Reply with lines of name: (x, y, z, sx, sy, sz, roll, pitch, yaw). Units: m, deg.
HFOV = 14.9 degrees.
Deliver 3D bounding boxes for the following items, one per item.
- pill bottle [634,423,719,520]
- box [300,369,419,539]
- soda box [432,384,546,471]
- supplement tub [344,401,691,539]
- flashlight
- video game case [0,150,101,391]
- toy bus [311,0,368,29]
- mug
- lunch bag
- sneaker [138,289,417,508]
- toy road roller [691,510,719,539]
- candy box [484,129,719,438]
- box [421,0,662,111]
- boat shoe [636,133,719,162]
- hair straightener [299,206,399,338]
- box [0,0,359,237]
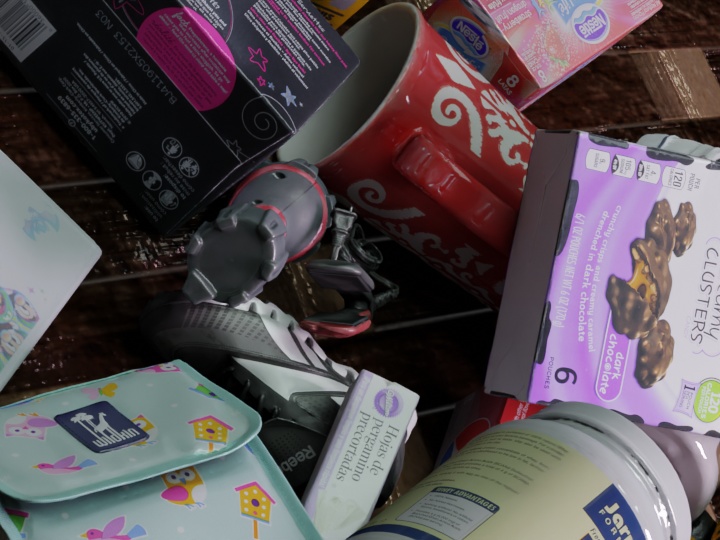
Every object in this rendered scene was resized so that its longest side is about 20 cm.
pill bottle: (0.211, 0.077, 1.857, 0.111, 0.111, 0.200, 46, 40, -9)
box: (-0.022, 0.153, 1.562, 0.039, 0.041, 0.200, 25, 65, -5)
soda box: (0.078, 0.152, 1.700, 0.063, 0.070, 0.200, 40, 41, -16)
supplement tub: (0.080, 0.171, 1.527, 0.200, 0.145, 0.145, -34, 89, -42)
flashlight: (-0.057, -0.025, 1.632, 0.200, 0.068, 0.068, -57, 150, -80)
video game case: (-0.251, -0.015, 1.527, 0.182, 0.024, 0.200, 45, 39, -12)
toy bus: (-0.090, -0.217, 1.795, 0.200, 0.078, 0.065, 19, 50, -36)
mug: (0.059, -0.048, 1.786, 0.200, 0.133, 0.178, 38, 34, -26)
lunch bag: (-0.122, 0.146, 1.452, 0.170, 0.122, 0.200, -16, 68, -32)
sneaker: (-0.047, 0.081, 1.629, 0.200, 0.066, 0.091, 32, 41, -28)
toy road roller: (0.260, 0.207, 1.759, 0.123, 0.146, 0.200, 51, 21, -3)
candy box: (0.193, 0.014, 1.704, 0.200, 0.072, 0.168, 11, 89, -21)
box: (0.115, -0.172, 1.951, 0.095, 0.103, 0.200, 54, 38, 0)
boat shoe: (0.183, -0.005, 1.772, 0.074, 0.065, 0.200, 53, 53, -49)
hair straightener: (0.000, 0.000, 1.686, 0.200, 0.041, 0.077, -1, 96, -78)
box: (-0.123, -0.147, 1.669, 0.200, 0.132, 0.115, 49, 35, -6)
